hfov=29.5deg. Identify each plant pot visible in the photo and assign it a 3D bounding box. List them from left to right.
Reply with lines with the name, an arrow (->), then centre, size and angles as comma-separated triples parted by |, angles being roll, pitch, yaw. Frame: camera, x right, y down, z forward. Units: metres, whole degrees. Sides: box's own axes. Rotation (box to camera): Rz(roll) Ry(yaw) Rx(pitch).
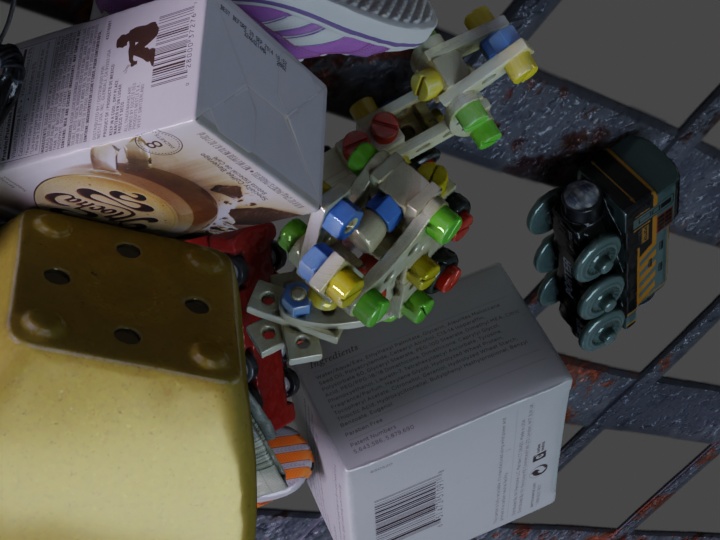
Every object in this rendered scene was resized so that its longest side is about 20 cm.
plant pot -> -0.146, 0.086, 0.726 | 0.193, 0.196, 0.201 | 13, 121, -17

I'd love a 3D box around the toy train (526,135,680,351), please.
toy train -> 0.201, -0.018, 1.101 | 0.114, 0.085, 0.201 | -33, 146, -11

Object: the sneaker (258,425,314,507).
sneaker -> -0.136, 0.172, 1.098 | 0.198, 0.078, 0.112 | -2, 164, -4

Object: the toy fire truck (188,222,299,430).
toy fire truck -> -0.113, 0.059, 0.955 | 0.049, 0.140, 0.202 | -25, 114, -51

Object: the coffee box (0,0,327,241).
coffee box -> -0.131, -0.068, 0.726 | 0.199, 0.081, 0.113 | -11, 154, 29

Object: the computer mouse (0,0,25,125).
computer mouse -> -0.156, -0.138, 0.659 | 0.201, 0.034, 0.059 | -68, 160, 4

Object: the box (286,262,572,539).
box -> 0.055, 0.129, 1.132 | 0.199, 0.131, 0.200 | -21, 144, -13

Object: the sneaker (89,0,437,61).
sneaker -> -0.060, -0.139, 0.782 | 0.199, 0.073, 0.114 | 6, 139, -30

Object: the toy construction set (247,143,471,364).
toy construction set -> 0.000, 0.000, 0.815 | 0.131, 0.092, 0.200 | -44, 176, -24

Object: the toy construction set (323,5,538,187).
toy construction set -> 0.008, -0.092, 0.858 | 0.198, 0.093, 0.131 | -15, 168, -6

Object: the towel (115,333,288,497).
towel -> -0.163, 0.102, 0.875 | 0.198, 0.035, 0.193 | -17, 130, 8
